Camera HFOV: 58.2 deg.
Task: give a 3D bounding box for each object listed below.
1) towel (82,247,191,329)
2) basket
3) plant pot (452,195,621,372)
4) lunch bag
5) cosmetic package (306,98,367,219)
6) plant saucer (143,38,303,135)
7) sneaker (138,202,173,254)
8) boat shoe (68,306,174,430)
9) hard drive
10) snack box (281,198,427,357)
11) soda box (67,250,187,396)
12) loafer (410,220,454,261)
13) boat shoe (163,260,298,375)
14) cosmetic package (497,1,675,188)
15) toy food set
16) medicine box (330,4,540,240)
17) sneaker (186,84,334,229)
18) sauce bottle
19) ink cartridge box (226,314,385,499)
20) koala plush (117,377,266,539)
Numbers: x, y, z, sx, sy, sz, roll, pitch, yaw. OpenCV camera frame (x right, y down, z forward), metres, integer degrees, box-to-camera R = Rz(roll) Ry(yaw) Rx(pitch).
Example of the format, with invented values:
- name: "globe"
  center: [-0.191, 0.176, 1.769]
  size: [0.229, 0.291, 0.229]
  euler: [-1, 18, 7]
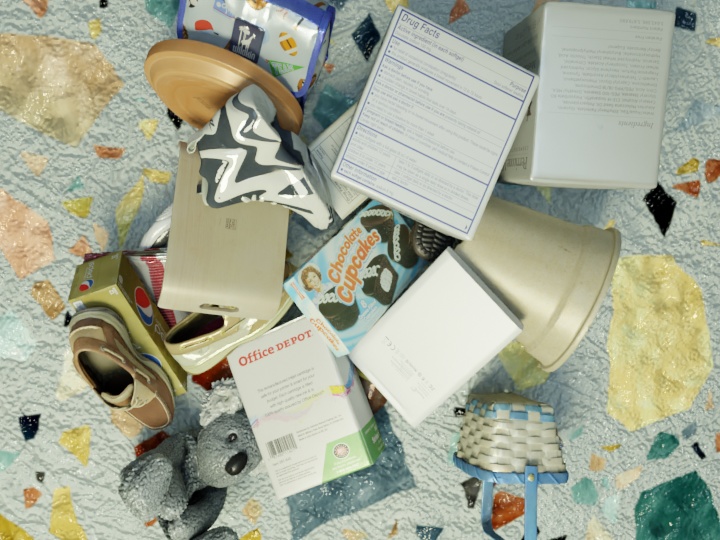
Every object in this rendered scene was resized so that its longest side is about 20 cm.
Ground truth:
- name: "towel"
  center: [-0.252, 0.034, 0.857]
  size: [0.193, 0.023, 0.147]
  euler: [-5, 129, -6]
- name: "basket"
  center: [0.201, 0.274, 0.877]
  size: [0.135, 0.176, 0.207]
  euler: [8, 86, -8]
- name: "plant pot"
  center: [0.207, -0.003, 0.846]
  size: [0.180, 0.200, 0.205]
  euler: [27, 95, 5]
- name: "lunch bag"
  center: [-0.120, -0.278, 0.762]
  size: [0.166, 0.200, 0.127]
  euler: [21, 83, -8]
- name: "cosmetic package"
  center: [0.017, -0.173, 0.849]
  size: [0.199, 0.087, 0.104]
  euler: [-39, 100, 1]
- name: "plant saucer"
  center: [-0.165, -0.201, 0.778]
  size: [0.195, 0.200, 0.033]
  euler: [19, 75, -6]
- name: "sneaker"
  center: [-0.200, -0.052, 0.856]
  size: [0.114, 0.075, 0.201]
  euler: [42, 91, -5]
- name: "boat shoe"
  center: [-0.288, 0.136, 0.779]
  size: [0.074, 0.073, 0.203]
  euler: [-21, 129, 5]
- name: "hard drive"
  center: [0.089, 0.088, 0.816]
  size: [0.132, 0.025, 0.200]
  euler: [45, 116, 5]
- name: "snack box"
  center: [0.000, 0.000, 0.841]
  size: [0.117, 0.037, 0.200]
  euler: [51, 54, -10]
- name: "soda box"
  center: [-0.289, 0.079, 0.826]
  size: [0.062, 0.069, 0.203]
  euler: [-17, 129, 0]
- name: "loafer"
  center: [0.107, -0.107, 0.872]
  size: [0.071, 0.071, 0.205]
  euler: [23, 77, -6]
- name: "boat shoe"
  center: [-0.162, 0.052, 0.825]
  size: [0.199, 0.074, 0.067]
  euler: [-40, 135, -1]
- name: "cosmetic package"
  center: [0.274, -0.210, 0.823]
  size: [0.159, 0.165, 0.207]
  euler: [3, 96, -4]
- name: "toy food set"
  center: [-0.163, -0.049, 0.788]
  size: [0.140, 0.060, 0.207]
  euler: [9, 76, -24]
- name: "medicine box"
  center: [0.080, -0.166, 0.759]
  size: [0.178, 0.103, 0.205]
  euler: [23, 95, -7]
- name: "sneaker"
  center: [-0.121, -0.103, 0.751]
  size: [0.127, 0.081, 0.199]
  euler: [-24, 141, 16]
- name: "sauce bottle"
  center: [0.019, 0.142, 0.902]
  size: [0.064, 0.066, 0.205]
  euler: [19, 94, -6]
- name: "ink cartridge box"
  center: [-0.072, 0.171, 0.856]
  size: [0.142, 0.084, 0.205]
  euler: [-23, 85, 15]
- name: "koala plush"
  center: [-0.204, 0.259, 0.874]
  size: [0.200, 0.183, 0.179]
  euler: [-44, 108, -18]
